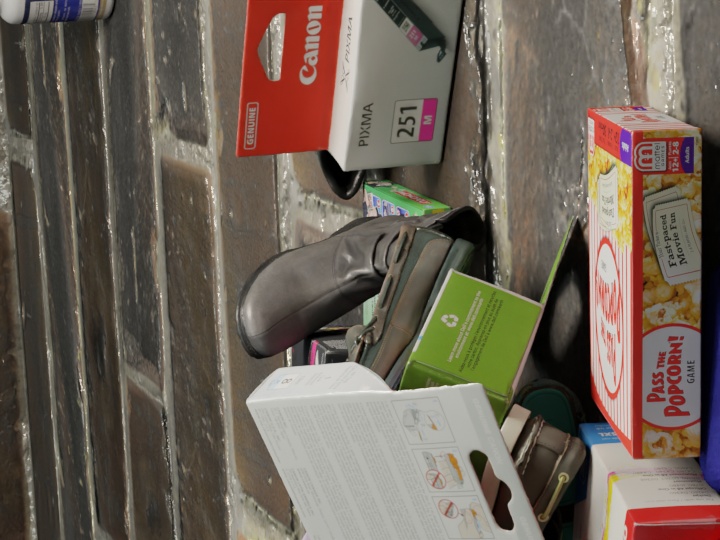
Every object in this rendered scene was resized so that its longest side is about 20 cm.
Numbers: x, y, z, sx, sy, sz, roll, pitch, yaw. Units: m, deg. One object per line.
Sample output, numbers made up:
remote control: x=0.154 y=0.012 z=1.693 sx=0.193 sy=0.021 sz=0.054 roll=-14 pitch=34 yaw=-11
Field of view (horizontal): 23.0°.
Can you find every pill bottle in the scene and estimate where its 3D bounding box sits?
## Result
pill bottle: x=-0.446 y=-0.401 z=2.433 sx=0.119 sy=0.198 sz=0.121 roll=174 pitch=90 yaw=-68

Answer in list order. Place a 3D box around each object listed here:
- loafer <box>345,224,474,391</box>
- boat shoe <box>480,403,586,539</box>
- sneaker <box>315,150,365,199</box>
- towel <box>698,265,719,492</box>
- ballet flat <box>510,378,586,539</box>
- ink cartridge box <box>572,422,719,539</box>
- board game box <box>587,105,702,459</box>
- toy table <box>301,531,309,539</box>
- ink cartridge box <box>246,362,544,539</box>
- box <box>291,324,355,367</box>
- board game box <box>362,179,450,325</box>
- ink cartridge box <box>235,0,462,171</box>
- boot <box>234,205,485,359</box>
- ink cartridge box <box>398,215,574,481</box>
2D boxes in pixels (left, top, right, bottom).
loafer: x=0.018 y=0.050 z=1.311 sx=0.201 sy=0.062 sz=0.072 roll=-59 pitch=-12 yaw=-31
boat shoe: x=0.111 y=0.177 z=1.229 sx=0.203 sy=0.060 sz=0.072 roll=98 pitch=-163 yaw=-45
sneaker: x=-0.005 y=-0.152 z=1.564 sx=0.080 sy=0.074 sz=0.201 roll=-91 pitch=3 yaw=-46
towel: x=0.265 y=0.070 z=1.008 sx=0.200 sy=0.049 sz=0.150 roll=-170 pitch=82 yaw=-68
ballet flat: x=0.150 y=0.179 z=1.312 sx=0.074 sy=0.073 sz=0.203 roll=178 pitch=88 yaw=-68
ink cartridge box: x=0.187 y=0.186 z=1.126 sx=0.200 sy=0.066 sz=0.118 roll=-106 pitch=17 yaw=-72
board game box: x=0.181 y=0.002 z=1.132 sx=0.152 sy=0.046 sz=0.203 roll=-104 pitch=12 yaw=-80
toy table: x=0.037 y=0.271 z=1.475 sx=0.199 sy=0.184 sz=0.117 roll=36 pitch=151 yaw=6
ink cartridge box: x=0.035 y=0.137 z=1.187 sx=0.198 sy=0.047 sz=0.161 roll=-7 pitch=115 yaw=38
box: x=0.005 y=0.112 z=1.443 sx=0.200 sy=0.105 sz=0.124 roll=-163 pitch=73 yaw=-80
board game box: x=0.040 y=0.031 z=1.572 sx=0.134 sy=0.029 sz=0.203 roll=-151 pitch=58 yaw=-63
ink cartridge box: x=-0.008 y=-0.178 z=1.440 sx=0.044 sy=0.172 sz=0.202 roll=-128 pitch=38 yaw=-52
boot: x=0.000 y=0.000 z=1.410 sx=0.131 sy=0.200 sz=0.070 roll=-7 pitch=115 yaw=48
ink cartridge box: x=0.082 y=0.061 z=1.278 sx=0.201 sy=0.075 sz=0.149 roll=-65 pitch=-8 yaw=-46
